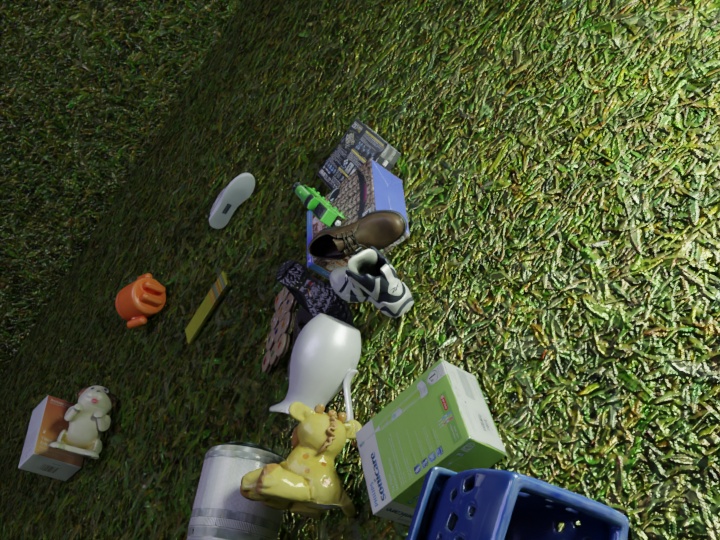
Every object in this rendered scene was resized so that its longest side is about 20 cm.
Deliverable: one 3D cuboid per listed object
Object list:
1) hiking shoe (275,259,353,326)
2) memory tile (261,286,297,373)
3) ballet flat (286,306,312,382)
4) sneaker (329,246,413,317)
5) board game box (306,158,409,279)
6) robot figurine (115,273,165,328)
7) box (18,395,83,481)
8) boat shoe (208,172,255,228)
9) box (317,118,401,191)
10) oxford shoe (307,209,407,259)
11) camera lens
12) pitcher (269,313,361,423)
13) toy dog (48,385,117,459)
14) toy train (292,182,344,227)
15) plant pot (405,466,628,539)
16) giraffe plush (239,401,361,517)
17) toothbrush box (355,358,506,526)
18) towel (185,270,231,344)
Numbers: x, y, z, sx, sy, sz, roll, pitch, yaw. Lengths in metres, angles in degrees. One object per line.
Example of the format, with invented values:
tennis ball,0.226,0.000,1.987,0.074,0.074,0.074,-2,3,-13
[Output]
hiking shoe,-0.079,0.058,1.451,0.076,0.101,0.200,-45,66,-3
memory tile,-0.171,0.110,1.558,0.153,0.017,0.201,134,149,-54
ballet flat,-0.114,0.163,1.455,0.047,0.067,0.201,106,165,-48
sneaker,0.000,0.000,1.313,0.079,0.130,0.199,-39,39,-18
board game box,-0.010,-0.095,1.464,0.200,0.097,0.160,-37,40,31
robot figurine,-0.670,0.092,2.202,0.199,0.116,0.145,-21,92,44
box,-0.917,0.506,2.188,0.106,0.152,0.201,-39,39,31
boat shoe,-0.374,-0.211,2.069,0.200,0.073,0.066,-45,40,21
box,-0.008,-0.236,1.614,0.162,0.049,0.200,-56,33,11
oxford shoe,-0.008,-0.055,1.325,0.199,0.073,0.084,-18,11,26
camera lens,-0.217,0.420,1.296,0.159,0.159,0.201,-22,49,44
pitcher,-0.058,0.195,1.311,0.171,0.121,0.201,23,90,30
toy dog,-0.780,0.435,2.099,0.194,0.138,0.201,102,-178,-70
toy train,-0.090,-0.133,1.460,0.042,0.056,0.200,-55,33,7
plant pot,0.158,0.338,0.827,0.179,0.199,0.201,-10,58,58
giraffe plush,-0.085,0.309,1.203,0.199,0.172,0.163,-13,54,39
toothbrush box,0.096,0.254,1.065,0.200,0.086,0.146,-44,36,22
towel,-0.407,0.099,1.934,0.201,0.018,0.086,-56,28,10
